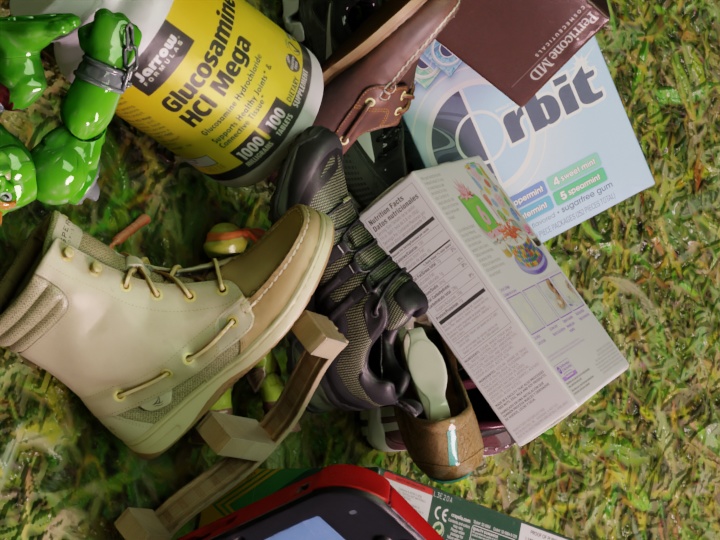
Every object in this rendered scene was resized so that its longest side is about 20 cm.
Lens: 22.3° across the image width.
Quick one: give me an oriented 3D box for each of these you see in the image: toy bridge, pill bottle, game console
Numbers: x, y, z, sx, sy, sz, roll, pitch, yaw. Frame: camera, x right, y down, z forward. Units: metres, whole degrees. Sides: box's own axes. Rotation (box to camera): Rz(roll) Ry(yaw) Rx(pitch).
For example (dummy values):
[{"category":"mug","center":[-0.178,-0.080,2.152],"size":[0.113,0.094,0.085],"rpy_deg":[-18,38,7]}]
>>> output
[{"category":"toy bridge","center":[-0.080,0.110,1.197],"size":[0.027,0.200,0.067],"rpy_deg":[47,13,25]},{"category":"pill bottle","center":[-0.129,-0.148,1.213],"size":[0.200,0.112,0.113],"rpy_deg":[33,61,-35]},{"category":"game console","center":[-0.021,0.209,1.143],"size":[0.177,0.199,0.031],"rpy_deg":[48,35,-21]}]

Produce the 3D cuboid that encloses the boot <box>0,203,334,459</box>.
[{"category":"boot","center":[-0.128,0.005,1.155],"size":[0.155,0.073,0.200],"rpy_deg":[40,102,-22]}]

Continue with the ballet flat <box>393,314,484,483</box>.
[{"category":"ballet flat","center":[0.037,0.060,1.299],"size":[0.201,0.067,0.073],"rpy_deg":[-110,-169,-45]}]

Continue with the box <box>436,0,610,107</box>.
[{"category":"box","center":[0.076,-0.222,1.331],"size":[0.200,0.100,0.075],"rpy_deg":[34,27,-21]}]

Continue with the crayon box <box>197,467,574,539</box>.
[{"category":"crayon box","center":[0.018,0.185,1.256],"size":[0.199,0.172,0.059],"rpy_deg":[25,69,-39]}]

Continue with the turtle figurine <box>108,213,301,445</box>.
[{"category":"turtle figurine","center":[-0.078,0.035,1.264],"size":[0.199,0.064,0.162],"rpy_deg":[-6,87,-45]}]

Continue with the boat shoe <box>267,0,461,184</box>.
[{"category":"boat shoe","center":[0.002,-0.129,1.288],"size":[0.070,0.200,0.070],"rpy_deg":[45,27,-12]}]

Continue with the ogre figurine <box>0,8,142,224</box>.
[{"category":"ogre figurine","center":[-0.229,-0.090,1.107],"size":[0.199,0.098,0.121],"rpy_deg":[-16,109,-36]}]

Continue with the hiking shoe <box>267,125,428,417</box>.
[{"category":"hiking shoe","center":[0.000,0.000,1.230],"size":[0.076,0.100,0.201],"rpy_deg":[-40,127,-60]}]

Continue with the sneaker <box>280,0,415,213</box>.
[{"category":"sneaker","center":[0.006,-0.130,1.357],"size":[0.066,0.090,0.201],"rpy_deg":[-24,100,-43]}]

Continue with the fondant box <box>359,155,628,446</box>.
[{"category":"fondant box","center":[0.100,0.017,1.328],"size":[0.201,0.058,0.144],"rpy_deg":[56,23,7]}]

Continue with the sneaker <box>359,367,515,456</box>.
[{"category":"sneaker","center":[0.103,0.106,1.393],"size":[0.199,0.115,0.076],"rpy_deg":[-5,86,-44]}]

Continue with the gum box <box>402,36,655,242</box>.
[{"category":"gum box","center":[0.117,-0.122,1.440],"size":[0.169,0.045,0.201],"rpy_deg":[-28,105,-9]}]
